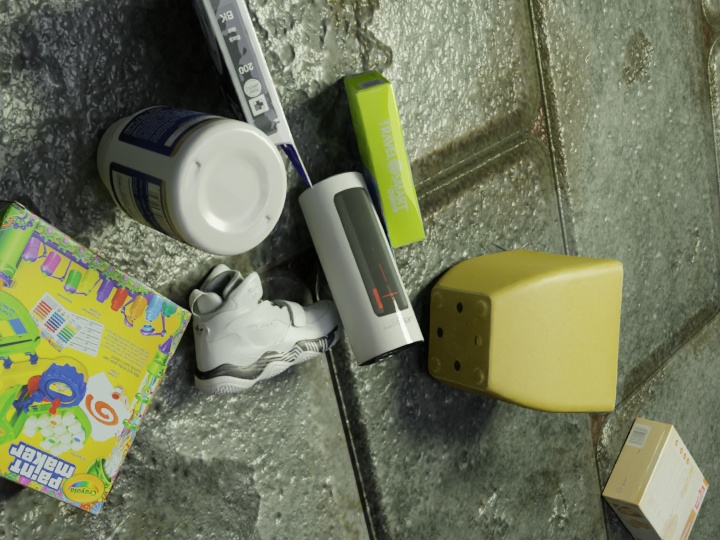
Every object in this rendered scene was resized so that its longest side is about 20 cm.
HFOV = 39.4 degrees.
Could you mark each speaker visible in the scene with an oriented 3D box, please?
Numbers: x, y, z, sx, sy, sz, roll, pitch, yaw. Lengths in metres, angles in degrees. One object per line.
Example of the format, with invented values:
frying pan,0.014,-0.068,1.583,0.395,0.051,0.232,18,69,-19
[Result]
speaker,0.000,0.000,1.102,0.080,0.081,0.203,-10,76,-43

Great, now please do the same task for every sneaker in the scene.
sneaker,-0.098,0.044,1.067,0.198,0.074,0.117,-25,114,-37

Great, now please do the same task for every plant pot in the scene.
plant pot,0.196,0.080,1.294,0.197,0.194,0.198,-2,97,-38

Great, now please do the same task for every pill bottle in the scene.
pill bottle,-0.160,-0.087,0.894,0.110,0.199,0.113,-11,110,-34

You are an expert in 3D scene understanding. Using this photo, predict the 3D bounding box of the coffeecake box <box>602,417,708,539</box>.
coffeecake box,0.508,0.375,1.718,0.201,0.072,0.155,50,61,-36

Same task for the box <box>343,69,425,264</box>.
box,0.028,-0.118,1.144,0.047,0.122,0.203,-14,109,-3

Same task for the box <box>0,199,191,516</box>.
box,-0.284,0.072,0.852,0.199,0.121,0.195,39,68,-41

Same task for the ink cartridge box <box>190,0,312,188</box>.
ink cartridge box,-0.112,-0.186,0.949,0.043,0.198,0.203,-23,113,-6
